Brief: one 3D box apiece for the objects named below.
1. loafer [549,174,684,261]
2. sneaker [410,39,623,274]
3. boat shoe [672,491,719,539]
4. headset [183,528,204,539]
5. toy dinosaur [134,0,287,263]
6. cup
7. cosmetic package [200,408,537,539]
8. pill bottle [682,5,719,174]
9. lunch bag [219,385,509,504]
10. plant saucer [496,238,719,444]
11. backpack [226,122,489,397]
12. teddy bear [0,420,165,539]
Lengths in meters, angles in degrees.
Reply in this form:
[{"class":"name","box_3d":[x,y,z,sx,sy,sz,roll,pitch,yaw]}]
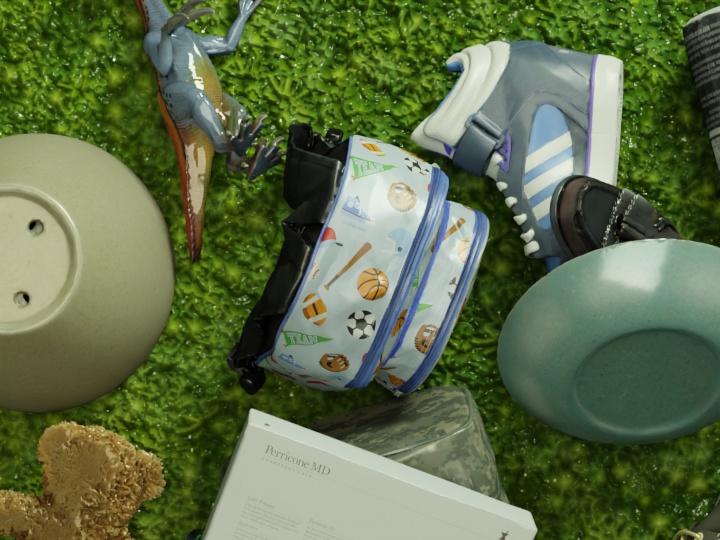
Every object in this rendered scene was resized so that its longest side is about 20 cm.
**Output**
[{"class":"loafer","box_3d":[0.208,-0.003,1.604,0.200,0.063,0.072,41,62,-35]},{"class":"sneaker","box_3d":[0.106,-0.062,1.658,0.145,0.081,0.201,6,90,10]},{"class":"boat shoe","box_3d":[0.241,0.215,1.635,0.060,0.072,0.202,18,89,-2]},{"class":"headset","box_3d":[-0.133,0.274,1.616,0.093,0.124,0.201,10,104,10]},{"class":"toy dinosaur","box_3d":[-0.135,-0.143,1.658,0.181,0.105,0.200,42,100,23]},{"class":"cup","box_3d":[-0.233,-0.004,1.618,0.199,0.143,0.202,0,86,1]},{"class":"cosmetic package","box_3d":[-0.005,0.196,1.516,0.199,0.052,0.152,21,99,-4]},{"class":"pill bottle","box_3d":[0.299,-0.090,1.638,0.106,0.106,0.201,-14,87,-1]},{"class":"lunch bag","box_3d":[0.017,0.189,1.613,0.199,0.139,0.169,-18,103,0]},{"class":"plant saucer","box_3d":[0.194,0.063,1.594,0.200,0.202,0.039,-4,46,0]},{"class":"backpack","box_3d":[0.000,0.000,1.592,0.153,0.191,0.201,16,86,1]},{"class":"teddy bear","box_3d":[-0.210,0.203,1.651,0.144,0.067,0.201,4,93,10]}]
